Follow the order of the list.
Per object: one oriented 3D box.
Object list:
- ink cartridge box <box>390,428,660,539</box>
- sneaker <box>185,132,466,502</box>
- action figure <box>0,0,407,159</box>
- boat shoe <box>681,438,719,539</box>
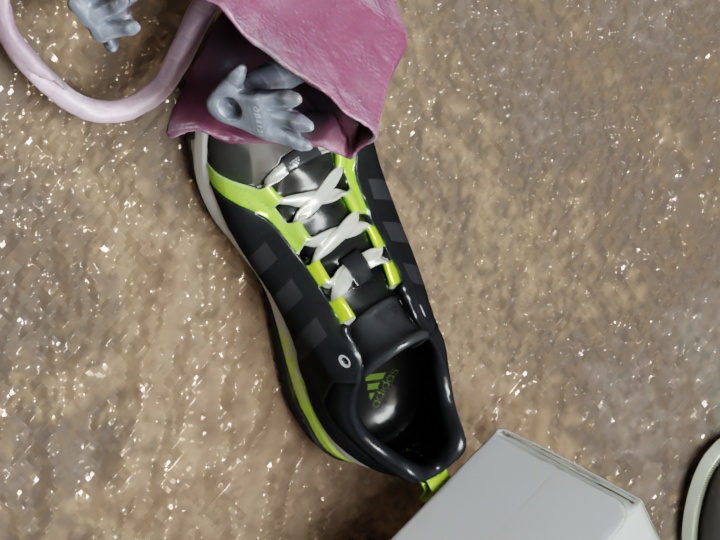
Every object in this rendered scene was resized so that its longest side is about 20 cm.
[{"bbox_3d":[0.066,0.183,1.057,0.146,0.083,0.200,-44,134,-18],"label":"ink cartridge box"},{"bbox_3d":[0.000,0.000,1.010,0.072,0.083,0.200,-34,125,-18],"label":"sneaker"},{"bbox_3d":[-0.007,-0.121,0.950,0.134,0.149,0.200,51,52,-21],"label":"action figure"},{"bbox_3d":[0.198,0.163,1.227,0.072,0.061,0.201,-29,123,-21],"label":"boat shoe"}]
